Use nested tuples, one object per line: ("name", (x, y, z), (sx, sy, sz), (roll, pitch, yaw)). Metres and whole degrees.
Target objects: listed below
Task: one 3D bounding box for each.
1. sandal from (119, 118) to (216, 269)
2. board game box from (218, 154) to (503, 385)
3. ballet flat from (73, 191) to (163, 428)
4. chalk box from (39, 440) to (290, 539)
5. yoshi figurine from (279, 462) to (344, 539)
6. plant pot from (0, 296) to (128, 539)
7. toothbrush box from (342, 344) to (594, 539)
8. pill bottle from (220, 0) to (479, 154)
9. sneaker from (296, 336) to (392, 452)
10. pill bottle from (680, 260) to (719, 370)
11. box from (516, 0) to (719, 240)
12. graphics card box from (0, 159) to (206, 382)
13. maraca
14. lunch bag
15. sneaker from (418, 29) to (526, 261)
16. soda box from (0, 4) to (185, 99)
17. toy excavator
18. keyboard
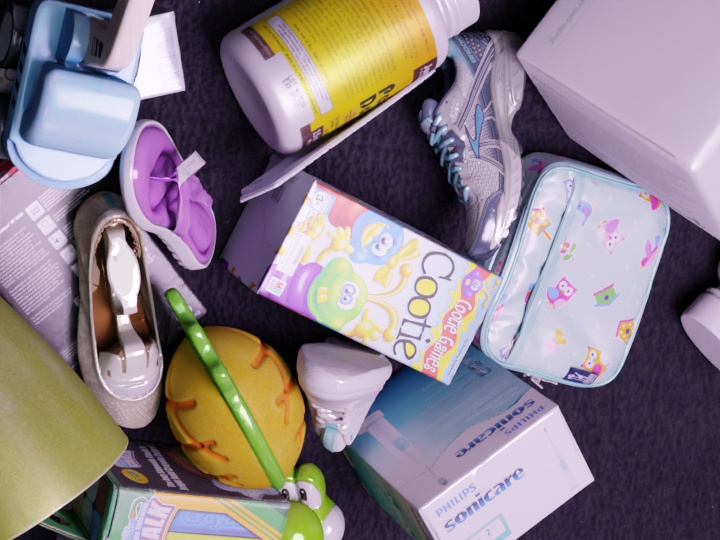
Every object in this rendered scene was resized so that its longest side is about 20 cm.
("sandal", (-0.136, -0.061, 1.348), (0.049, 0.203, 0.084), (0, 73, 11))
("board game box", (0.000, 0.000, 1.456), (0.199, 0.105, 0.104), (26, 94, -27))
("ballet flat", (-0.188, 0.040, 1.350), (0.067, 0.062, 0.202), (-15, 112, -20))
("chalk box", (-0.179, 0.217, 1.428), (0.198, 0.125, 0.125), (9, 101, -25))
("yoshi figurine", (-0.048, 0.270, 1.514), (0.111, 0.112, 0.202), (-17, 108, -12))
("plant pot", (-0.305, 0.092, 1.320), (0.186, 0.187, 0.201), (-31, 100, -13))
("toothbrush box", (0.081, 0.153, 1.483), (0.146, 0.200, 0.086), (-35, 116, -12))
("pill bottle", (-0.006, -0.186, 1.397), (0.199, 0.109, 0.110), (-32, 115, -12))
("sneaker", (-0.017, 0.107, 1.429), (0.074, 0.200, 0.090), (16, 92, 7))
("pill bottle", (0.401, 0.006, 1.633), (0.200, 0.114, 0.115), (-43, 117, -7))
("box", (0.278, -0.174, 1.451), (0.200, 0.199, 0.171), (-52, 150, -2))
("graphics card box", (-0.227, -0.005, 1.382), (0.125, 0.051, 0.201), (-41, 116, -9))
("maraca", (-0.106, 0.095, 1.379), (0.106, 0.137, 0.201), (-33, 135, -9))
("lunch bag", (0.178, 0.004, 1.553), (0.159, 0.077, 0.202), (15, 98, -27))
("sneaker", (0.087, -0.106, 1.467), (0.085, 0.078, 0.203), (6, 74, -14))
("soda box", (-0.239, -0.152, 1.325), (0.198, 0.068, 0.064), (-14, 110, -20))
("toy excavator", (-0.182, -0.144, 1.200), (0.099, 0.200, 0.197), (10, 100, -27))
("keyboard", (-0.017, -0.111, 1.405), (0.200, 0.056, 0.011), (-39, 108, -35))
